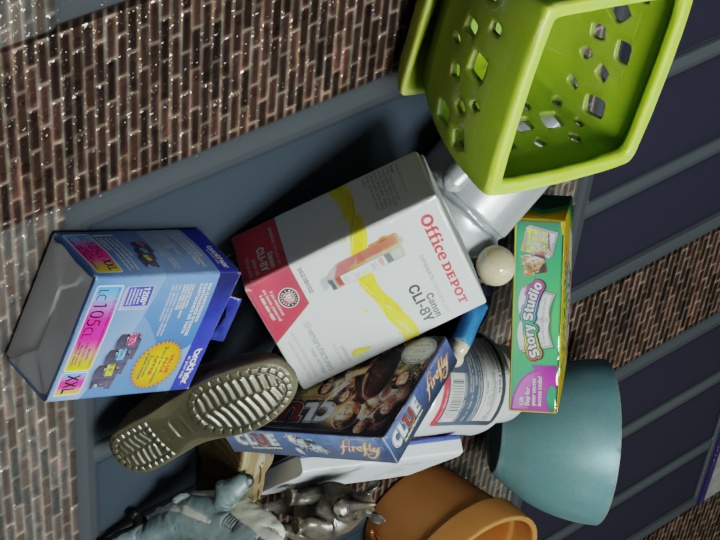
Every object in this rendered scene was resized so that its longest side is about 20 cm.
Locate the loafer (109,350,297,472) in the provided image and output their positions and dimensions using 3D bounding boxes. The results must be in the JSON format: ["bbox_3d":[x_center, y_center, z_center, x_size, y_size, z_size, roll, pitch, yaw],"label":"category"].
[{"bbox_3d":[-0.150,0.122,1.665,0.198,0.068,0.076,-22,121,15],"label":"loafer"}]

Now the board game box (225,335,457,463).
[{"bbox_3d":[-0.022,0.119,1.676,0.136,0.198,0.035,-57,132,-37],"label":"board game box"}]

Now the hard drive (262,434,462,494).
[{"bbox_3d":[-0.006,0.211,1.905,0.198,0.026,0.132,-4,165,-30],"label":"hard drive"}]

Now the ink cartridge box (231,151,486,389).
[{"bbox_3d":[0.000,0.000,1.652,0.198,0.084,0.146,-26,127,4],"label":"ink cartridge box"}]

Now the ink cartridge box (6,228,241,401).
[{"bbox_3d":[-0.198,0.037,1.565,0.199,0.076,0.137,-4,128,-48],"label":"ink cartridge box"}]

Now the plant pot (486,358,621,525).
[{"bbox_3d":[0.228,0.204,2.140,0.133,0.201,0.202,5,130,-7],"label":"plant pot"}]

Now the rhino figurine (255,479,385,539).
[{"bbox_3d":[-0.036,0.252,1.850,0.087,0.061,0.199,1,167,-31],"label":"rhino figurine"}]

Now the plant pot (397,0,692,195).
[{"bbox_3d":[0.155,-0.210,1.600,0.199,0.181,0.201,-15,136,-38],"label":"plant pot"}]

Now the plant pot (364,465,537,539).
[{"bbox_3d":[0.098,0.333,2.145,0.199,0.140,0.201,-29,144,-24],"label":"plant pot"}]

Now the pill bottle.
[{"bbox_3d":[0.096,0.124,1.944,0.199,0.120,0.120,6,121,-51],"label":"pill bottle"}]

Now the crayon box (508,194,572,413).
[{"bbox_3d":[0.193,0.031,1.864,0.173,0.058,0.203,-53,144,-76],"label":"crayon box"}]

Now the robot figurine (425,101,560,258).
[{"bbox_3d":[0.123,-0.095,1.749,0.200,0.113,0.169,-49,161,4],"label":"robot figurine"}]

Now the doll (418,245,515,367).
[{"bbox_3d":[0.088,0.055,1.743,0.048,0.137,0.200,33,115,-15],"label":"doll"}]

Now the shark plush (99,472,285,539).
[{"bbox_3d":[-0.172,0.262,1.767,0.197,0.084,0.091,-1,143,4],"label":"shark plush"}]

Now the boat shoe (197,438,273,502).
[{"bbox_3d":[-0.126,0.187,1.812,0.064,0.071,0.201,-31,154,-30],"label":"boat shoe"}]
